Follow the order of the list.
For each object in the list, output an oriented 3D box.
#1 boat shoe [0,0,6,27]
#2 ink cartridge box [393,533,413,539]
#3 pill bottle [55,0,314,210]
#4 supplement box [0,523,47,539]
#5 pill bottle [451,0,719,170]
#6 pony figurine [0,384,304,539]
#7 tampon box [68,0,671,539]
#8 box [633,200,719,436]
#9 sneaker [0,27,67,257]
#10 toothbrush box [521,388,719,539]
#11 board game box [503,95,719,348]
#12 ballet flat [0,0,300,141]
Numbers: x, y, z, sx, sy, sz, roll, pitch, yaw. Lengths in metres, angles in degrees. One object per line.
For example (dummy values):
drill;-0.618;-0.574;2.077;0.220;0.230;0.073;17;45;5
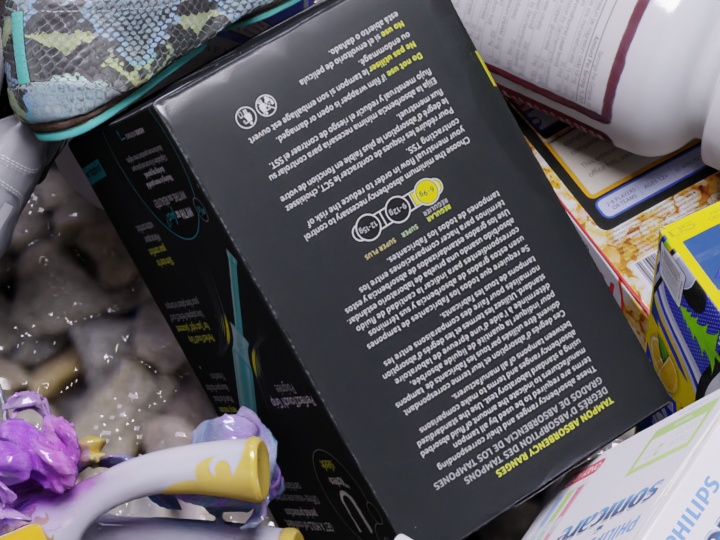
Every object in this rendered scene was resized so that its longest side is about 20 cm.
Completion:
boat shoe;-0.193;-0.130;1.234;0.201;0.061;0.072;17;68;46
ink cartridge box;0.056;0.228;0.996;0.200;0.147;0.146;30;61;18
pill bottle;-0.075;-0.128;1.255;0.112;0.112;0.200;3;57;2
supplement box;-0.126;0.201;0.948;0.086;0.110;0.200;-21;85;-36
pill bottle;0.104;-0.115;1.191;0.200;0.110;0.110;26;60;17
pony figurine;-0.126;0.108;1.076;0.200;0.167;0.193;-4;85;16
tampon box;0.000;0.000;1.097;0.126;0.150;0.200;-31;97;-18
box;0.152;0.049;1.083;0.070;0.200;0.064;-24;59;-15
sneaker;-0.160;-0.058;1.166;0.116;0.075;0.200;-56;24;4
toothbrush box;0.159;0.148;1.008;0.200;0.146;0.086;39;62;-5
board game box;0.133;-0.070;1.254;0.151;0.046;0.200;-27;60;-16
ballet flat;-0.071;-0.119;1.114;0.074;0.074;0.200;28;37;18
